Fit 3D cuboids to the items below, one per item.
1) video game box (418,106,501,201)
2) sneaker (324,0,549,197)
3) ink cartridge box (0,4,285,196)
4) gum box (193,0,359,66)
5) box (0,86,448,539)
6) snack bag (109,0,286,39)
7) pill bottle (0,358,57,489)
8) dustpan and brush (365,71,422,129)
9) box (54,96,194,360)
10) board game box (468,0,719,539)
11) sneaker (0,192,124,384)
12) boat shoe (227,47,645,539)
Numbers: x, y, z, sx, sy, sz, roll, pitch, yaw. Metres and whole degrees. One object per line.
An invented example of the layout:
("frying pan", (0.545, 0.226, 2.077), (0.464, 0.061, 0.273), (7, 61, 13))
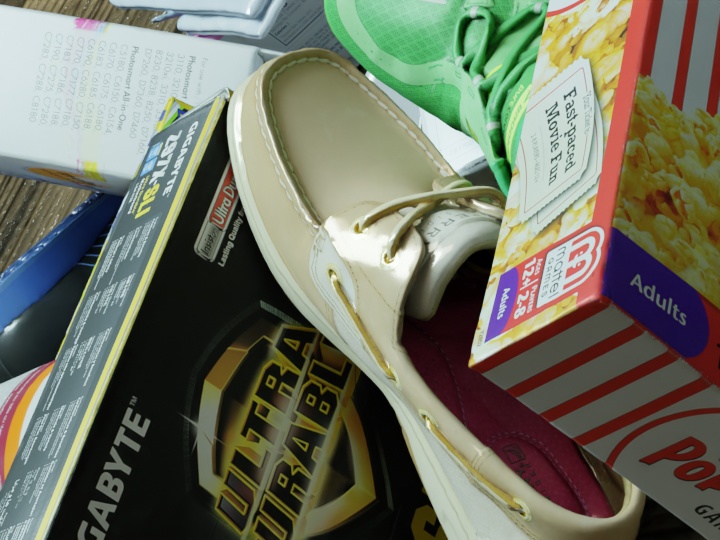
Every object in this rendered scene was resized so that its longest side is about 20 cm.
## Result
("video game box", (0.096, -0.140, 0.803), (0.182, 0.047, 0.201), (-27, 55, 29))
("sneaker", (0.065, -0.059, 0.708), (0.200, 0.083, 0.074), (33, 104, 29))
("ink cartridge box", (-0.096, -0.067, 1.001), (0.115, 0.199, 0.068), (27, -107, -81))
("gum box", (0.000, -0.170, 1.103), (0.200, 0.066, 0.114), (-39, 28, 29))
("box", (-0.026, 0.067, 0.721), (0.049, 0.160, 0.201), (-25, 36, 46))
("snack bag", (-0.042, -0.195, 1.101), (0.189, 0.021, 0.200), (-59, 26, -9))
("pill bottle", (-0.138, 0.101, 0.939), (0.200, 0.109, 0.110), (-23, 38, 49))
("dustpan and brush", (0.000, 0.000, 0.883), (0.140, 0.057, 0.201), (113, 180, -70))
("box", (-0.079, 0.005, 0.934), (0.200, 0.064, 0.070), (129, 163, -67))
("board game box", (0.112, -0.019, 0.598), (0.046, 0.151, 0.201), (-31, 33, 41))
("sneaker", (-0.111, 0.000, 1.091), (0.070, 0.078, 0.200), (-28, 13, 48))
("boat shoe", (0.028, 0.006, 0.687), (0.074, 0.200, 0.069), (-26, -16, -25))
